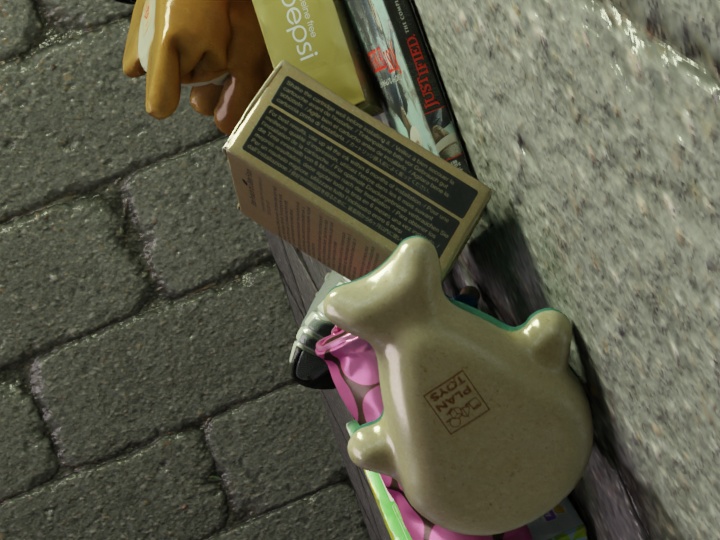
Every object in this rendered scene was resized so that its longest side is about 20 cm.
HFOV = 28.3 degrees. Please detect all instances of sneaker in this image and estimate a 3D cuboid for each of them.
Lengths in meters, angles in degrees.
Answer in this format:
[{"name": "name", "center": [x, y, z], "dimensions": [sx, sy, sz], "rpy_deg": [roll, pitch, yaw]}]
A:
[{"name": "sneaker", "center": [0.000, 0.000, 1.211], "dimensions": [0.074, 0.201, 0.116], "rpy_deg": [23, -152, -24]}]

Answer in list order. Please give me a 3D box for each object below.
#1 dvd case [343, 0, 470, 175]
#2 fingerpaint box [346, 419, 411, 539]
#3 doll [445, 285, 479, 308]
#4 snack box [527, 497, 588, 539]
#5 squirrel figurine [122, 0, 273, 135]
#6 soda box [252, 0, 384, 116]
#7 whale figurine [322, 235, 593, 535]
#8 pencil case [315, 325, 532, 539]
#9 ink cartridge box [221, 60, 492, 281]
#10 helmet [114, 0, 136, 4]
[{"name": "dvd case", "center": [0.023, -0.158, 1.020], "dimensions": [0.146, 0.022, 0.202], "rpy_deg": [-153, 41, -80]}, {"name": "fingerpaint box", "center": [0.069, 0.235, 1.208], "dimensions": [0.168, 0.073, 0.201], "rpy_deg": [71, 176, -49]}, {"name": "doll", "center": [0.054, 0.071, 1.115], "dimensions": [0.048, 0.138, 0.200], "rpy_deg": [24, -173, -4]}, {"name": "snack box", "center": [0.126, 0.191, 1.123], "dimensions": [0.201, 0.052, 0.144], "rpy_deg": [-119, 11, -54]}, {"name": "squirrel figurine", "center": [-0.087, -0.214, 1.206], "dimensions": [0.141, 0.184, 0.203], "rpy_deg": [-141, 62, -65]}, {"name": "soda box", "center": [-0.045, -0.209, 1.101], "dimensions": [0.068, 0.063, 0.203], "rpy_deg": [1, -110, -75]}, {"name": "whale figurine", "center": [0.057, 0.065, 0.881], "dimensions": [0.201, 0.158, 0.104], "rpy_deg": [52, -169, -21]}, {"name": "pencil case", "center": [0.039, 0.119, 0.987], "dimensions": [0.202, 0.090, 0.094], "rpy_deg": [66, 167, -9]}, {"name": "ink cartridge box", "center": [-0.004, -0.048, 0.986], "dimensions": [0.164, 0.076, 0.200], "rpy_deg": [32, 172, 3]}, {"name": "helmet", "center": [-0.239, -0.418, 1.626], "dimensions": [0.199, 0.190, 0.201], "rpy_deg": [39, -151, -27]}]
